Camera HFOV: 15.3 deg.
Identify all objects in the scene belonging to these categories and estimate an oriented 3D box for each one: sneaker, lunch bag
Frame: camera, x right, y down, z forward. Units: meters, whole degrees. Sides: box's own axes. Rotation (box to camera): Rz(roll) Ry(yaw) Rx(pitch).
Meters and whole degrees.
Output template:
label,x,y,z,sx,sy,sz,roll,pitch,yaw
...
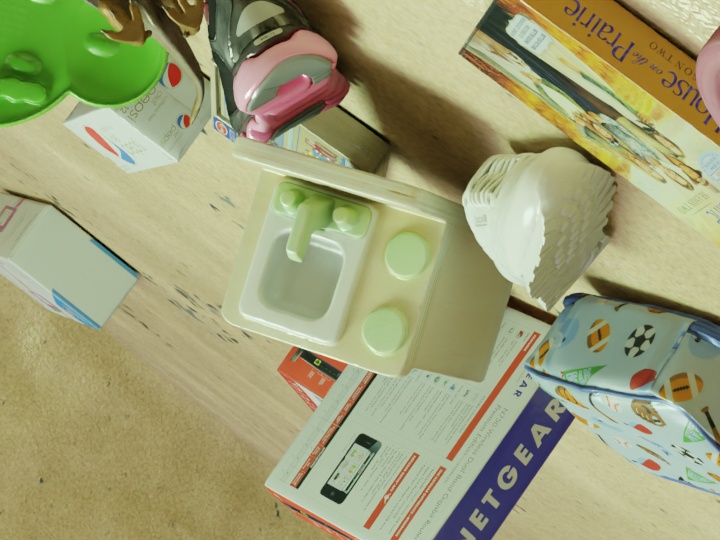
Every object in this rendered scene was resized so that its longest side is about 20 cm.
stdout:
label,x,y,z,sx,sy,sz,roll,pitch,yaw
sneaker,-0.061,-0.134,1.612,0.096,0.079,0.200,57,172,8
sneaker,0.093,-0.033,1.521,0.080,0.076,0.200,43,170,11
lunch bag,0.205,0.086,1.688,0.160,0.076,0.200,38,169,-29

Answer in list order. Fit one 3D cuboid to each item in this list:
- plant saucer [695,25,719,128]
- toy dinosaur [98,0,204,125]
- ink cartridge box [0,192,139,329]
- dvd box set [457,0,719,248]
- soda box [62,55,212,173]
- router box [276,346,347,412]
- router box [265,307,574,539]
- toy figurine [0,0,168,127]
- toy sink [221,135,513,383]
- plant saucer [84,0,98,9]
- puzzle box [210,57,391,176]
label,x,y,z,sx,sy,sz,roll,pitch,yaw
plant saucer,0.227,-0.045,1.050,0.200,0.051,0.201,34,171,6
toy dinosaur,-0.126,-0.157,1.597,0.200,0.060,0.106,50,180,-29
ink cartridge box,-0.366,-0.013,3.143,0.144,0.085,0.200,40,171,-23
dvd box set,0.143,-0.070,1.280,0.200,0.029,0.146,37,170,-1
soda box,-0.164,-0.120,2.003,0.068,0.064,0.200,38,171,-12
router box,0.024,0.158,2.715,0.179,0.049,0.200,31,169,28
router box,0.051,0.113,1.918,0.179,0.200,0.049,24,165,49
toy figurine,-0.233,-0.177,1.897,0.199,0.151,0.184,12,-174,-5
toy sink,0.000,0.000,1.649,0.130,0.113,0.200,16,179,22
plant saucer,-0.183,-0.218,1.690,0.200,0.035,0.200,35,169,8
puzzle box,-0.044,-0.092,1.832,0.133,0.025,0.200,36,171,4
